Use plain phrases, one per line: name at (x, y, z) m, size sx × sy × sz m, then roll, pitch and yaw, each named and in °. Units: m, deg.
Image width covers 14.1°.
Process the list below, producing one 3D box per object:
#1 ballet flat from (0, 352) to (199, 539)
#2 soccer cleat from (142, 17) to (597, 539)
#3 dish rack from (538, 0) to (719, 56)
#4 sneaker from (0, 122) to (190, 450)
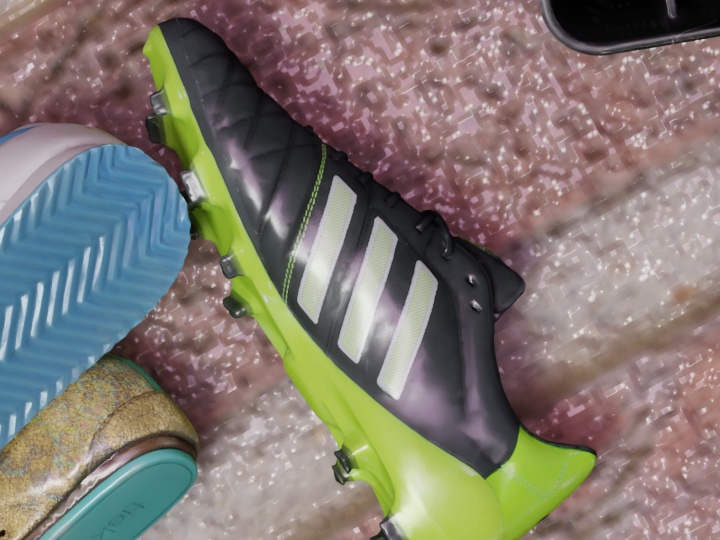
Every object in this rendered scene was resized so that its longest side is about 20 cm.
ballet flat at (-0.138, 0.102, 0.943) m, size 0.200 × 0.071 × 0.071 m, roll -44°, pitch 83°, yaw 5°
soccer cleat at (0.000, 0.000, 0.927) m, size 0.081 × 0.068 × 0.200 m, roll -30°, pitch 85°, yaw -12°
dish rack at (0.115, -0.176, 0.882) m, size 0.153 × 0.055 × 0.200 m, roll -10°, pitch 114°, yaw 6°
sneaker at (-0.147, 0.028, 0.913) m, size 0.200 × 0.081 × 0.077 m, roll -36°, pitch 114°, yaw -12°
